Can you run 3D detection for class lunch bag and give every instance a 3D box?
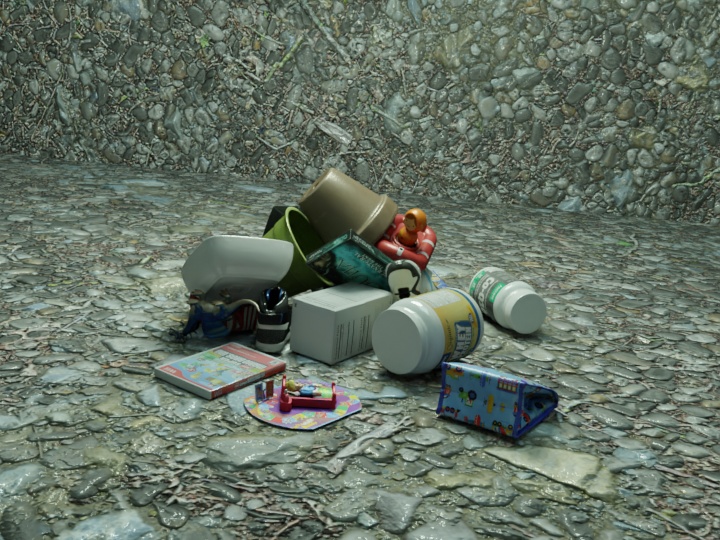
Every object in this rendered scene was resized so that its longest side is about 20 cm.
[{"bbox_3d":[0.245,0.208,1.399,0.149,0.095,0.199,11,6,33],"label":"lunch bag"}]

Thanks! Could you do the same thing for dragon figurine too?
[{"bbox_3d":[-0.282,0.092,1.588,0.198,0.100,0.059,-1,32,8],"label":"dragon figurine"}]

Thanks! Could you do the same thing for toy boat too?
[{"bbox_3d":[0.107,-0.078,1.802,0.130,0.131,0.200,24,36,4],"label":"toy boat"}]

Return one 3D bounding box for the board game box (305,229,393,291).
[{"bbox_3d":[0.000,0.000,1.724,0.135,0.028,0.199,-29,-49,35],"label":"board game box"}]

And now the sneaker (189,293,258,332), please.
[{"bbox_3d":[-0.285,0.084,1.738,0.115,0.079,0.200,5,24,-36],"label":"sneaker"}]

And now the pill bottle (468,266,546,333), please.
[{"bbox_3d":[0.341,0.069,1.881,0.112,0.114,0.200,0,15,-19],"label":"pill bottle"}]

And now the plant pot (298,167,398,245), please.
[{"bbox_3d":[-0.043,-0.129,1.824,0.174,0.200,0.200,43,9,-12],"label":"plant pot"}]

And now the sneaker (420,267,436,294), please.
[{"bbox_3d":[0.117,0.001,1.890,0.080,0.077,0.201,17,35,-29],"label":"sneaker"}]

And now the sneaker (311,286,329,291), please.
[{"bbox_3d":[-0.060,0.029,1.915,0.111,0.074,0.200,-18,-7,-16],"label":"sneaker"}]

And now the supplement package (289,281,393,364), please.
[{"bbox_3d":[-0.038,0.102,1.638,0.113,0.111,0.199,15,17,34],"label":"supplement package"}]

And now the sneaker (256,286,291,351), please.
[{"bbox_3d":[-0.166,0.080,1.643,0.072,0.113,0.200,5,14,0],"label":"sneaker"}]

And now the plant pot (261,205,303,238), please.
[{"bbox_3d":[-0.153,-0.070,2.128,0.198,0.179,0.199,0,16,-21],"label":"plant pot"}]

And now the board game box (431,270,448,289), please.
[{"bbox_3d":[0.129,0.055,1.910,0.199,0.035,0.136,-2,38,-37],"label":"board game box"}]

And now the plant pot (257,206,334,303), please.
[{"bbox_3d":[-0.183,-0.008,1.826,0.189,0.201,0.200,-31,7,15],"label":"plant pot"}]

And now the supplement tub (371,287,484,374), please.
[{"bbox_3d":[0.130,0.117,1.566,0.144,0.146,0.199,17,19,39],"label":"supplement tub"}]

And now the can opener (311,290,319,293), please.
[{"bbox_3d":[-0.035,0.067,1.887,0.198,0.053,0.066,-1,16,-22],"label":"can opener"}]

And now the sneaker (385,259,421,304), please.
[{"bbox_3d":[0.099,0.060,1.706,0.073,0.201,0.080,-9,44,9],"label":"sneaker"}]

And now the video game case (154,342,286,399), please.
[{"bbox_3d":[-0.250,0.177,1.465,0.142,0.018,0.199,15,18,33],"label":"video game case"}]

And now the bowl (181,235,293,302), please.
[{"bbox_3d":[-0.248,0.007,1.637,0.198,0.075,0.200,5,-26,-31],"label":"bowl"}]

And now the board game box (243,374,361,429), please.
[{"bbox_3d":[-0.093,0.205,1.359,0.157,0.039,0.199,17,19,39],"label":"board game box"}]
